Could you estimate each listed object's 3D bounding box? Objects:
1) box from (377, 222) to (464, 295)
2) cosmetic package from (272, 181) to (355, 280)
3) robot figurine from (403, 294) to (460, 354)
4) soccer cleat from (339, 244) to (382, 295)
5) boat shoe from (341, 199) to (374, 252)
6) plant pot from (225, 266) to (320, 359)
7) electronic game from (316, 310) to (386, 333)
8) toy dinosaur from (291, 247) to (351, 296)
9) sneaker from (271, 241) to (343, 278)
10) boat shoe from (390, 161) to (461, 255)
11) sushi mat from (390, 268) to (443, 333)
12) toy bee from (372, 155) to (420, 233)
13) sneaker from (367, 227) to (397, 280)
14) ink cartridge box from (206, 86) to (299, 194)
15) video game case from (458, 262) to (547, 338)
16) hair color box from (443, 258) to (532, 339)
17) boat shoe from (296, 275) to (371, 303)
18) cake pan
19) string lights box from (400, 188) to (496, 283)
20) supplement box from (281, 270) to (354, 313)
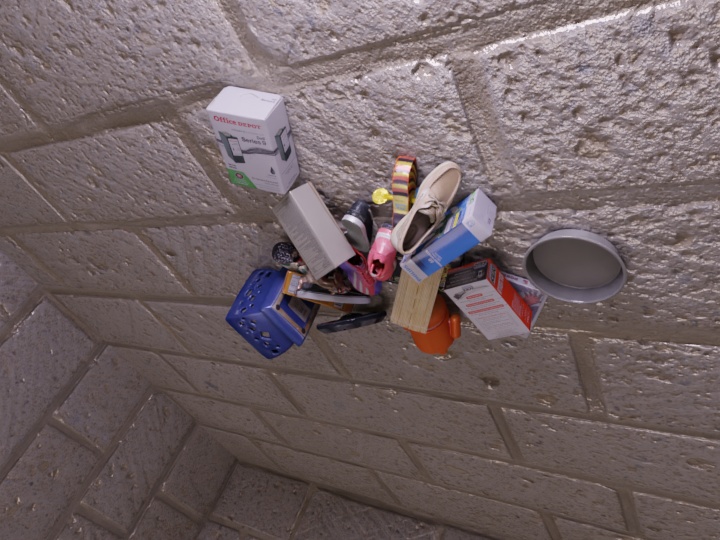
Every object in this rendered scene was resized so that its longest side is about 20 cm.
[{"bbox_3d":[0.143,-0.023,1.297,0.198,0.049,0.162,14,140,19],"label":"box"},{"bbox_3d":[-0.110,-0.091,1.296,0.103,0.073,0.201,-30,93,52],"label":"cosmetic package"},{"bbox_3d":[0.178,0.132,1.418,0.144,0.116,0.201,44,166,47],"label":"robot figurine"},{"bbox_3d":[0.000,0.000,1.394,0.076,0.067,0.200,8,148,50],"label":"soccer cleat"},{"bbox_3d":[0.001,-0.099,1.279,0.075,0.061,0.200,28,167,5],"label":"boat shoe"},{"bbox_3d":[-0.237,0.114,1.618,0.179,0.201,0.200,-17,127,39],"label":"plant pot"},{"bbox_3d":[-0.024,0.138,1.531,0.199,0.199,0.042,-14,86,45],"label":"electronic game"},{"bbox_3d":[-0.100,-0.009,1.398,0.134,0.202,0.086,0,147,-17],"label":"toy dinosaur"},{"bbox_3d":[-0.136,-0.023,1.492,0.198,0.071,0.093,14,170,7],"label":"sneaker"},{"bbox_3d":[0.133,-0.116,1.066,0.072,0.201,0.065,34,-173,-18],"label":"boat shoe"},{"bbox_3d":[0.130,0.058,1.301,0.095,0.012,0.202,19,126,13],"label":"sushi mat"},{"bbox_3d":[0.097,-0.126,1.140,0.130,0.109,0.201,-5,135,36],"label":"toy bee"},{"bbox_3d":[0.039,-0.016,1.246,0.073,0.087,0.201,25,155,8],"label":"sneaker"},{"bbox_3d":[-0.225,-0.275,1.187,0.145,0.084,0.201,14,143,19],"label":"ink cartridge box"},{"bbox_3d":[0.333,0.075,1.316,0.181,0.023,0.201,19,145,13],"label":"video game case"},{"bbox_3d":[0.288,0.068,1.243,0.110,0.064,0.200,-17,132,38],"label":"hair color box"},{"bbox_3d":[-0.068,0.053,1.454,0.198,0.057,0.069,7,179,-7],"label":"boat shoe"},{"bbox_3d":[0.431,-0.009,1.122,0.198,0.037,0.201,18,145,13],"label":"cake pan"},{"bbox_3d":[0.177,-0.067,1.124,0.059,0.103,0.200,42,130,-14],"label":"string lights box"},{"bbox_3d":[-0.113,0.058,1.513,0.198,0.069,0.067,20,176,-8],"label":"supplement box"}]
